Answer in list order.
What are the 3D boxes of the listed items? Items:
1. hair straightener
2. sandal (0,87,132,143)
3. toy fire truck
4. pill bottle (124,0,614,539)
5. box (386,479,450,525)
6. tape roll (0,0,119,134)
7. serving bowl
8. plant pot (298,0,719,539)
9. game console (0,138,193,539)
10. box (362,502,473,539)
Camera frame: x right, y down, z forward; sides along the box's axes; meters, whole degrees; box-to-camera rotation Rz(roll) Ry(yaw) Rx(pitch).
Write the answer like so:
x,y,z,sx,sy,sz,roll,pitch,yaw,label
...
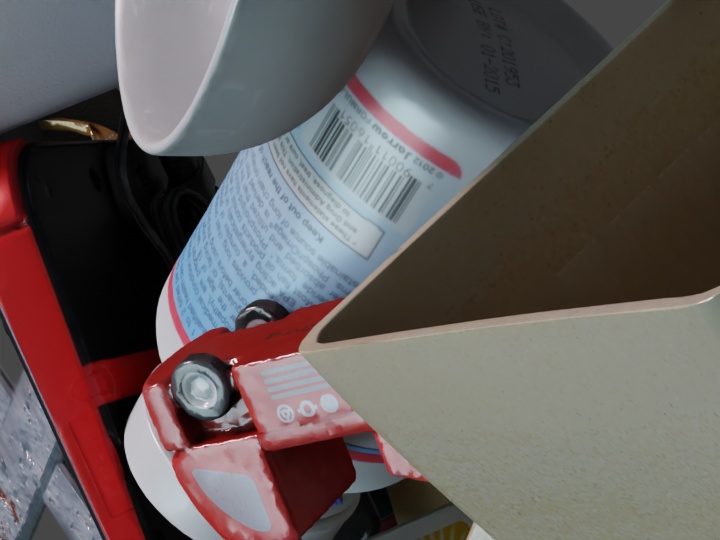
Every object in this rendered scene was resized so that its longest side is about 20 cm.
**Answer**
x,y,z,sx,sy,sz,roll,pitch,yaw,label
-0.042,0.017,1.100,0.201,0.041,0.077,69,-164,3,hair straightener
-0.092,-0.013,1.216,0.054,0.082,0.201,-25,92,46,sandal
0.042,0.067,0.870,0.199,0.049,0.142,-14,105,32,toy fire truck
0.000,0.000,0.958,0.109,0.109,0.200,48,125,23,pill bottle
0.078,0.148,1.035,0.163,0.021,0.201,1,111,59,box
-0.136,-0.153,1.049,0.203,0.139,0.203,56,159,34,tape roll
-0.018,-0.128,0.853,0.200,0.065,0.201,-173,90,-73,serving bowl
0.142,0.022,0.736,0.177,0.200,0.200,54,155,-13,plant pot
-0.078,0.034,1.093,0.178,0.031,0.200,69,-163,3,game console
-0.040,0.169,1.020,0.102,0.199,0.112,65,153,9,box
